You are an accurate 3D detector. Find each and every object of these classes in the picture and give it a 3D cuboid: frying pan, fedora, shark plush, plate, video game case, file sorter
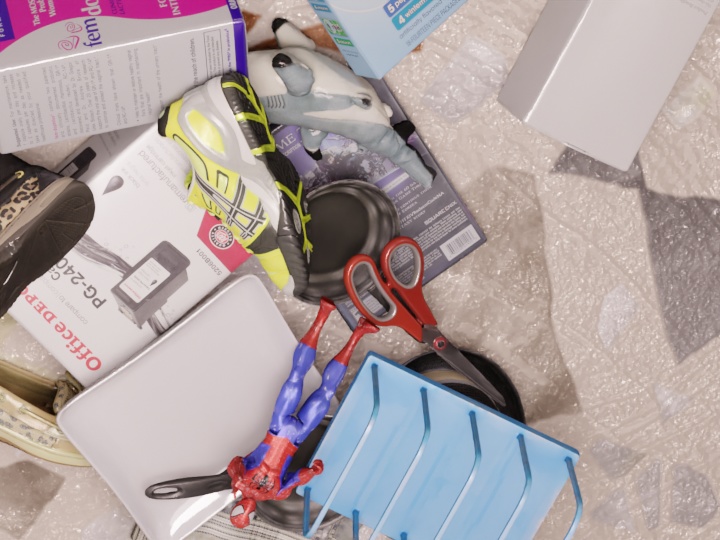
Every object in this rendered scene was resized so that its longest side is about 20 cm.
[{"bbox_3d":[-0.079,0.185,1.722,0.189,0.031,0.115,-23,120,-4],"label":"frying pan"},{"bbox_3d":[0.087,0.169,1.776,0.200,0.092,0.201,-13,117,-28],"label":"fedora"},{"bbox_3d":[-0.027,-0.129,1.662,0.200,0.091,0.083,24,114,-28],"label":"shark plush"},{"bbox_3d":[-0.133,0.114,1.685,0.199,0.032,0.200,-36,133,-6],"label":"plate"},{"bbox_3d":[0.007,-0.015,1.708,0.190,0.031,0.115,19,107,-36],"label":"frying pan"},{"bbox_3d":[0.001,-0.062,1.724,0.143,0.019,0.200,-35,115,-1],"label":"video game case"},{"bbox_3d":[0.065,0.184,1.655,0.199,0.123,0.139,26,105,-8],"label":"file sorter"}]

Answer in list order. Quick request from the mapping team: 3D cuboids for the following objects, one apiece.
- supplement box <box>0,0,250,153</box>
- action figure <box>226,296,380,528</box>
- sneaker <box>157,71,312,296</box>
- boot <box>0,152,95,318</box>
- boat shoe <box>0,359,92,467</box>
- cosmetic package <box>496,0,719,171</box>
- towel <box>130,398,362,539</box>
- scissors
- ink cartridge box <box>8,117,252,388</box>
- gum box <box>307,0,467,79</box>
[{"bbox_3d":[-0.193,-0.175,1.555,0.199,0.101,0.103,-14,148,-9],"label":"supplement box"},{"bbox_3d":[-0.052,0.126,1.644,0.065,0.099,0.200,27,94,-13],"label":"action figure"},{"bbox_3d":[-0.093,-0.063,1.589,0.076,0.076,0.200,-15,121,13],"label":"sneaker"},{"bbox_3d":[-0.319,-0.028,1.546,0.200,0.150,0.073,-43,146,-21],"label":"boot"},{"bbox_3d":[-0.272,0.110,1.681,0.199,0.073,0.063,16,108,-20],"label":"boat shoe"},{"bbox_3d":[0.213,-0.198,1.698,0.113,0.081,0.200,25,103,-23],"label":"cosmetic package"},{"bbox_3d":[-0.078,0.190,1.790,0.199,0.035,0.193,21,103,-23],"label":"towel"},{"bbox_3d":[0.053,0.057,1.720,0.073,0.014,0.200,-36,116,-12],"label":"scissors"},{"bbox_3d":[-0.197,-0.021,1.645,0.200,0.083,0.145,-41,117,1],"label":"ink cartridge box"},{"bbox_3d":[0.014,-0.282,1.602,0.170,0.045,0.200,-42,116,-15],"label":"gum box"}]
